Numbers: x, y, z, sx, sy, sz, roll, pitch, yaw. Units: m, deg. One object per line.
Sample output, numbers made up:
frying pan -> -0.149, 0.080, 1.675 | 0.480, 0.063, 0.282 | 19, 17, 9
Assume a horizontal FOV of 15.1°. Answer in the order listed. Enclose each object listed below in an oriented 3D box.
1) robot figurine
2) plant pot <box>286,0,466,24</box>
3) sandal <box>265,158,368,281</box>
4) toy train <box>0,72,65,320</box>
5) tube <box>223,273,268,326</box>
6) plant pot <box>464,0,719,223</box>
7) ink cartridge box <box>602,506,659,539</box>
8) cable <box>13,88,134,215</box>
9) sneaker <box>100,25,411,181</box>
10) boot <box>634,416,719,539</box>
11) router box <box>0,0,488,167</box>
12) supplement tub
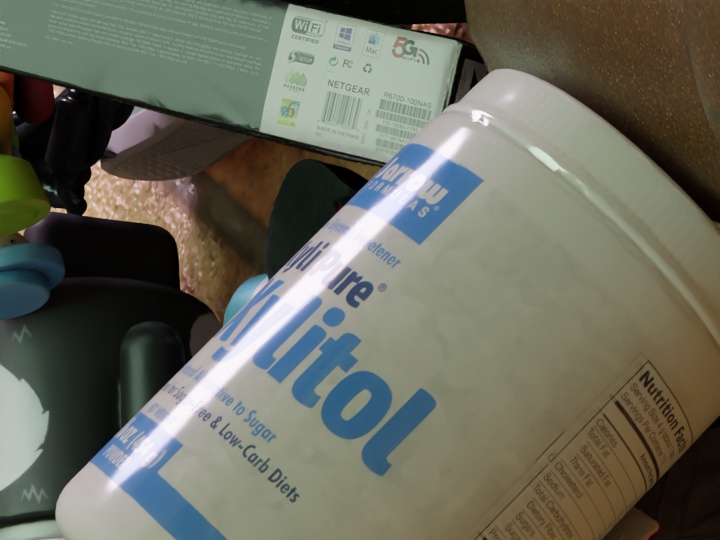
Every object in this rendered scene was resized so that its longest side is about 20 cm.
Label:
robot figurine -> -0.120, 0.078, 1.169 | 0.125, 0.150, 0.200 | -7, 70, 10
plant pot -> 0.031, -0.203, 0.986 | 0.177, 0.200, 0.200 | 19, 78, 38
sandal -> 0.000, 0.001, 1.002 | 0.200, 0.048, 0.075 | 18, 98, 64
toy train -> -0.152, -0.066, 1.065 | 0.200, 0.085, 0.116 | 108, 148, -65
tube -> 0.028, 0.018, 1.067 | 0.200, 0.050, 0.078 | -7, 77, 46
plant pot -> 0.143, -0.090, 0.838 | 0.198, 0.200, 0.201 | 11, 89, 60
ink cartridge box -> 0.012, 0.119, 0.938 | 0.161, 0.050, 0.200 | -44, 28, -6
cable -> -0.152, -0.128, 1.224 | 0.200, 0.051, 0.163 | 50, 134, 48
sneaker -> -0.055, -0.121, 1.183 | 0.200, 0.074, 0.118 | -21, 68, 49
boot -> 0.142, 0.068, 0.889 | 0.200, 0.070, 0.132 | 7, 81, 49
router box -> -0.027, -0.073, 1.014 | 0.200, 0.149, 0.051 | 15, 93, 25
supplement tub -> 0.017, 0.050, 0.841 | 0.200, 0.132, 0.132 | -46, 38, -9
